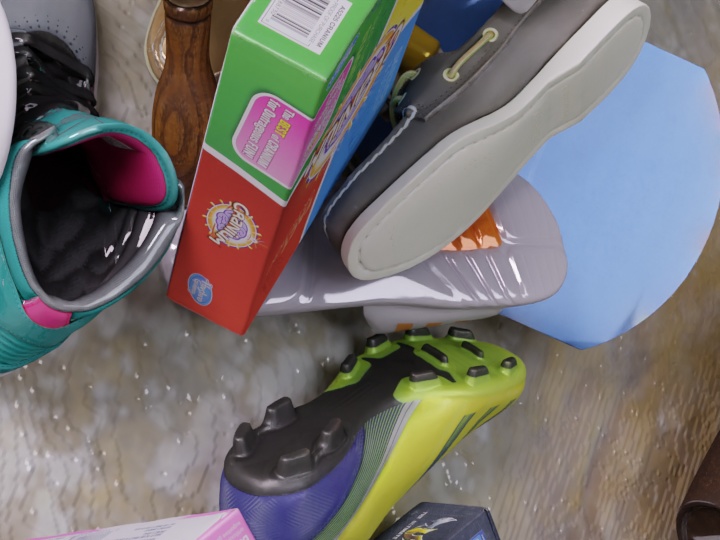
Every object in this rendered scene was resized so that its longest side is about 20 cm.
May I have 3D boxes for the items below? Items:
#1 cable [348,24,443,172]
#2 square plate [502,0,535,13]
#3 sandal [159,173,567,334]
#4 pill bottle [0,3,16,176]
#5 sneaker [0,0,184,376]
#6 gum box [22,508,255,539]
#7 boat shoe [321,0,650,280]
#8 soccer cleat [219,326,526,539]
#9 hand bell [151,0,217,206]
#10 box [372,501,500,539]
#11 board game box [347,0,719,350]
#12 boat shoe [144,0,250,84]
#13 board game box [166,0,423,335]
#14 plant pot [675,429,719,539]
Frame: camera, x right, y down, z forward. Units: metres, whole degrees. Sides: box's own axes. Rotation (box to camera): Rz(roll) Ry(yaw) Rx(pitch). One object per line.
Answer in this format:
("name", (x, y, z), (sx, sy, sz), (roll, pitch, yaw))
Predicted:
("cable", (-0.041, -0.135, 1.040), (0.097, 0.050, 0.200), (-38, 91, 0))
("square plate", (0.075, -0.248, 0.940), (0.198, 0.028, 0.201), (41, 80, -35))
("sandal", (-0.002, -0.008, 1.035), (0.205, 0.059, 0.080), (-3, 69, -19))
("pill bottle", (-0.240, -0.073, 0.805), (0.199, 0.112, 0.113), (5, 78, -38))
("sneaker", (-0.124, -0.058, 0.894), (0.083, 0.120, 0.202), (17, 70, -36))
("gum box", (-0.091, 0.163, 0.826), (0.066, 0.199, 0.114), (-37, 104, -38))
("boat shoe", (0.051, -0.074, 1.010), (0.060, 0.072, 0.201), (39, 66, 23))
("soccer cleat", (0.006, 0.087, 1.028), (0.200, 0.064, 0.084), (-25, 127, -44))
("hand bell", (-0.073, -0.110, 0.928), (0.104, 0.104, 0.201), (-40, 148, -37))
("box", (0.008, 0.224, 0.986), (0.200, 0.051, 0.159), (-33, 112, -38))
("board game box", (0.086, -0.055, 1.103), (0.199, 0.039, 0.159), (22, 87, -11))
("boat shoe", (-0.023, -0.156, 0.974), (0.072, 0.076, 0.200), (42, 90, -7))
("board game box", (-0.017, -0.084, 0.891), (0.040, 0.200, 0.154), (28, 59, 4))
("plant pot", (0.274, 0.107, 1.178), (0.200, 0.187, 0.188), (-36, 105, -23))
